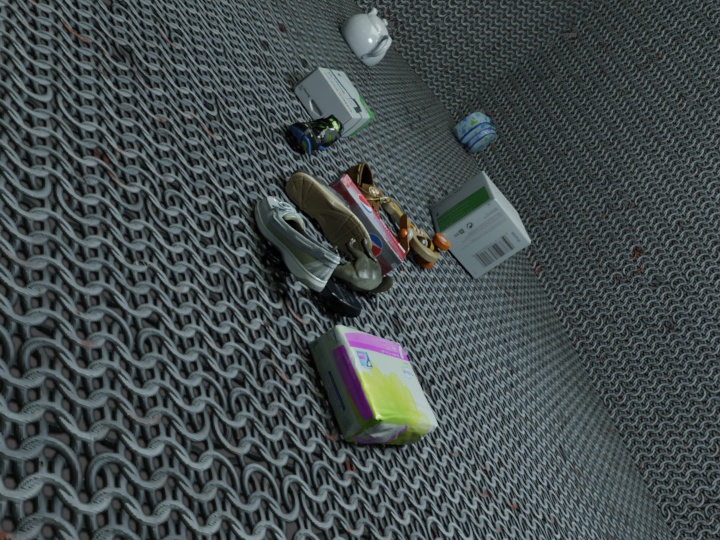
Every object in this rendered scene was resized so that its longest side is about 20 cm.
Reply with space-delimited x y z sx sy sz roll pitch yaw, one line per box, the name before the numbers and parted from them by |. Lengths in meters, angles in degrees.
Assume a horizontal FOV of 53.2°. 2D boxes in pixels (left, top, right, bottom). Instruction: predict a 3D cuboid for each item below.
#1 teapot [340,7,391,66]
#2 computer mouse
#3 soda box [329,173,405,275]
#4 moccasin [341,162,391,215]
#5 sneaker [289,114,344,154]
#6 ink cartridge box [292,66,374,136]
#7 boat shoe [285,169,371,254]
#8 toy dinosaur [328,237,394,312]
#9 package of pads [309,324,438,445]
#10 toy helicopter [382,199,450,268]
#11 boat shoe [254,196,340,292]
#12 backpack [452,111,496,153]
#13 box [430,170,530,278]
teapot | 0.035 -0.831 2.542 0.200 0.146 0.197 57 20 1
computer mouse | -0.073 0.025 1.098 0.200 0.034 0.059 33 15 -34
soda box | 0.001 -0.084 1.377 0.200 0.070 0.063 53 20 -11
moccasin | 0.016 -0.154 1.514 0.074 0.078 0.202 42 24 -35
sneaker | -0.085 -0.289 1.481 0.071 0.083 0.200 55 19 -1
ink cartridge box | -0.060 -0.398 1.716 0.147 0.083 0.200 55 20 -1
boat shoe | -0.052 -0.108 1.295 0.200 0.072 0.065 42 28 -20
toy dinosaur | 0.000 0.000 1.236 0.102 0.077 0.200 56 15 21
package of pads | 0.025 0.171 1.031 0.200 0.068 0.155 23 37 -57
toy helicopter | 0.110 -0.095 1.688 0.200 0.079 0.132 52 26 22
boat shoe | -0.095 -0.052 1.068 0.074 0.065 0.202 28 18 -44
backpack | 0.553 -0.666 3.459 0.200 0.183 0.147 4 53 -60
box | 0.342 -0.131 2.072 0.200 0.199 0.172 45 21 -28
